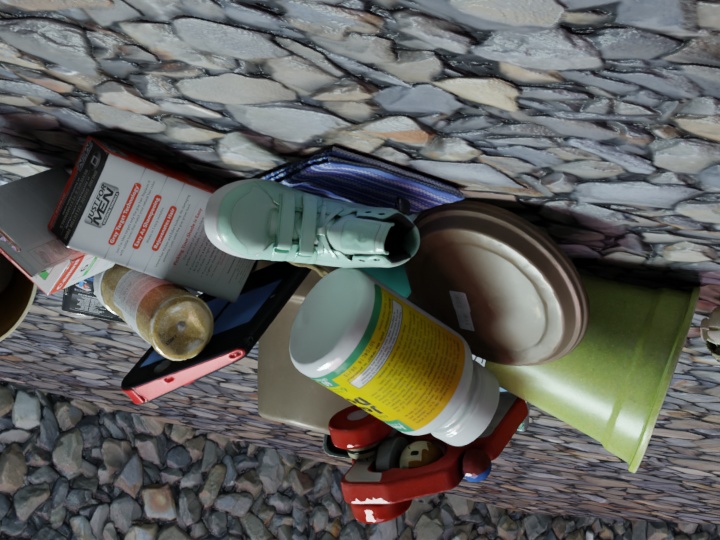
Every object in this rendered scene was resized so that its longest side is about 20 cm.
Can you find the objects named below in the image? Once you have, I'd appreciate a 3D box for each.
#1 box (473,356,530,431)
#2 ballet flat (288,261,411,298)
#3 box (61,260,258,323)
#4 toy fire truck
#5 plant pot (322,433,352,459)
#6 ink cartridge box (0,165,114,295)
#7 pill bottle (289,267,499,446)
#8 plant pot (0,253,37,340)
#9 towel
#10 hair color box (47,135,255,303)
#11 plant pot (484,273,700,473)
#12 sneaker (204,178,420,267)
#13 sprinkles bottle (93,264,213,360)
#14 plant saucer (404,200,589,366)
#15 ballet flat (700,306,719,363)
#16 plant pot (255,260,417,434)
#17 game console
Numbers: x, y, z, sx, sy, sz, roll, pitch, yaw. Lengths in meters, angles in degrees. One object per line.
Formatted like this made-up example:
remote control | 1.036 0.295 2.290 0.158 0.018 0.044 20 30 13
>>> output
box | 0.108 0.104 1.892 0.198 0.146 0.036 6 -176 17
ballet flat | -0.031 -0.020 1.585 0.199 0.068 0.072 20 -178 -43
box | -0.221 -0.004 1.766 0.198 0.050 0.199 11 144 -10
toy fire truck | 0.071 0.181 1.659 0.166 0.113 0.200 -6 -161 28
plant pot | 0.075 0.141 2.018 0.197 0.202 0.177 8 180 8
ink cartridge box | -0.315 -0.034 1.557 0.109 0.050 0.200 42 -157 7
pill bottle | 0.038 0.090 1.541 0.199 0.114 0.112 33 158 -30
plant pot | -0.465 -0.003 1.878 0.184 0.188 0.200 12 180 -7
towel | -0.011 -0.070 1.511 0.144 0.024 0.200 16 166 -24
hair color box | -0.192 -0.048 1.555 0.199 0.102 0.061 21 -170 -38
plant pot | 0.233 0.082 1.654 0.183 0.202 0.200 21 169 9
sneaker | -0.037 -0.043 1.440 0.199 0.075 0.118 6 177 -41
sprinkles bottle | -0.213 0.033 1.622 0.068 0.069 0.200 17 -175 -28
plant saucer | 0.125 0.020 1.537 0.199 0.030 0.201 22 140 20
ballet flat | 0.400 0.069 1.707 0.075 0.068 0.200 25 171 8
plant pot | -0.042 0.090 1.784 0.198 0.176 0.200 14 175 1
game console | -0.147 0.056 1.644 0.176 0.200 0.031 -26 107 33
